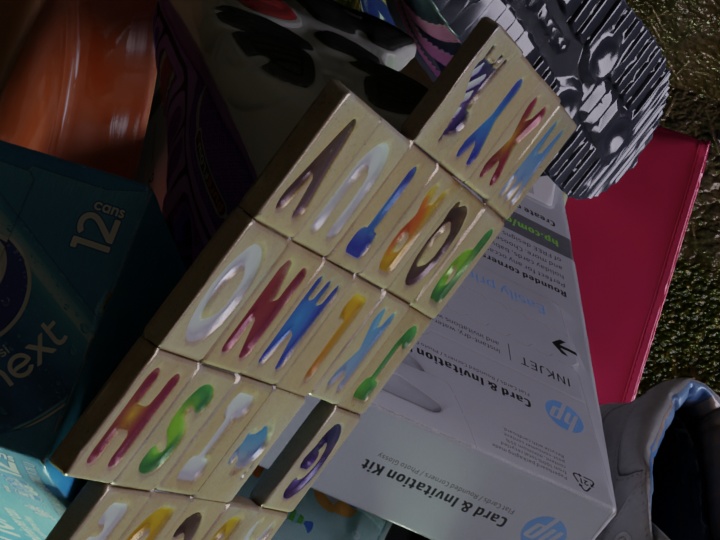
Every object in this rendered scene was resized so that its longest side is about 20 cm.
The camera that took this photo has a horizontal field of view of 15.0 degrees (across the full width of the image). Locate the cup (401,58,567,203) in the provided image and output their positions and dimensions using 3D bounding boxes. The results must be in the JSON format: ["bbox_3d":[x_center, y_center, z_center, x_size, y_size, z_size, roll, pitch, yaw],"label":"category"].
[{"bbox_3d":[0.008,-0.015,1.197,0.200,0.143,0.201,18,90,-84],"label":"cup"}]

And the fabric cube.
[{"bbox_3d":[0.096,-0.010,1.711,0.200,0.199,0.197,32,74,-83],"label":"fabric cube"}]

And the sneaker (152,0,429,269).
[{"bbox_3d":[-0.033,-0.036,0.747,0.200,0.080,0.084,-101,-146,-74],"label":"sneaker"}]

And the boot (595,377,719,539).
[{"bbox_3d":[0.068,0.115,0.861,0.095,0.074,0.200,-31,-149,36],"label":"boot"}]

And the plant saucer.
[{"bbox_3d":[-0.102,-0.014,0.770,0.200,0.032,0.201,17,90,-84],"label":"plant saucer"}]

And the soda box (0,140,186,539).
[{"bbox_3d":[-0.077,0.033,0.679,0.200,0.064,0.068,79,30,-72],"label":"soda box"}]

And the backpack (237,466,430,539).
[{"bbox_3d":[-0.058,0.113,0.903,0.200,0.150,0.178,-73,-170,-48],"label":"backpack"}]

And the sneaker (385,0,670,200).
[{"bbox_3d":[0.024,-0.098,0.792,0.070,0.082,0.200,-45,142,-14],"label":"sneaker"}]

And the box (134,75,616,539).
[{"bbox_3d":[0.000,0.000,0.890,0.041,0.156,0.200,-56,-160,27],"label":"box"}]

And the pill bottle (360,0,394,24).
[{"bbox_3d":[0.054,-0.163,1.326,0.200,0.115,0.116,81,27,-74],"label":"pill bottle"}]

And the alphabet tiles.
[{"bbox_3d":[-0.012,0.013,0.660,0.167,0.008,0.200,-53,166,2],"label":"alphabet tiles"}]
